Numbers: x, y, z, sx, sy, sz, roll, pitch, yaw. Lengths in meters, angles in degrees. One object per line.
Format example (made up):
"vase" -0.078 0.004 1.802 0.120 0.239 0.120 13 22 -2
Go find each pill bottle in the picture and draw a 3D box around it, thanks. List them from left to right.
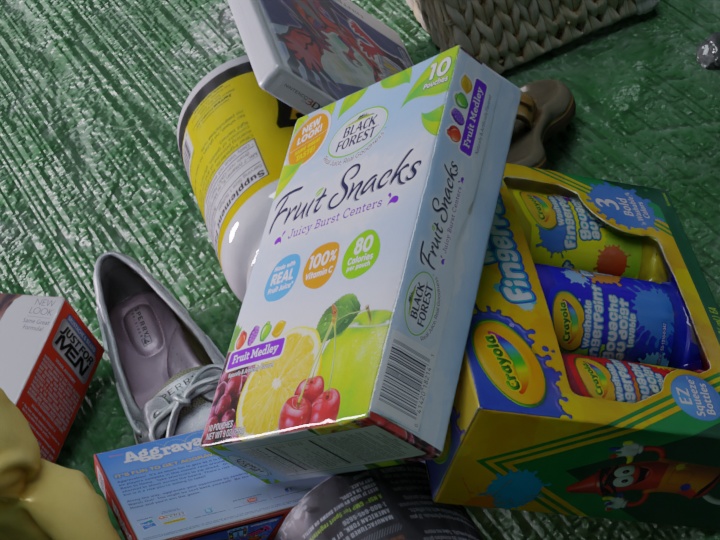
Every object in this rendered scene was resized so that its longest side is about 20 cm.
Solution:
"pill bottle" -0.043 -0.041 0.976 0.113 0.115 0.201 -24 44 -2
"pill bottle" 0.036 0.192 0.722 0.105 0.107 0.201 -26 43 -5

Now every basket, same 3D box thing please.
"basket" 0.090 -0.277 1.093 0.159 0.201 0.199 -26 43 -1

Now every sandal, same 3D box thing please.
"sandal" 0.085 -0.092 0.969 0.080 0.055 0.200 -11 20 27

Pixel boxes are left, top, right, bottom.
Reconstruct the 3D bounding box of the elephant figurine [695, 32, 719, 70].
"elephant figurine" 0.333 -0.118 0.903 0.200 0.141 0.156 40 98 27

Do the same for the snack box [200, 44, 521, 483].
"snack box" 0.000 0.000 0.777 0.142 0.053 0.202 -16 51 49

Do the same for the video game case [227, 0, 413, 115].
"video game case" -0.015 -0.144 1.029 0.023 0.181 0.201 -45 39 21

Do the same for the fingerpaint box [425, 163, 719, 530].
"fingerpaint box" 0.107 0.031 0.819 0.165 0.074 0.201 8 40 -17

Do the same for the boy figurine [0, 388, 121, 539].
"boy figurine" -0.167 0.137 0.791 0.123 0.201 0.065 17 54 30

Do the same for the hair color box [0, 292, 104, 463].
"hair color box" -0.249 0.111 0.935 0.110 0.064 0.202 3 54 25

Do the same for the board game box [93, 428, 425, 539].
"board game box" -0.036 0.107 0.831 0.198 0.020 0.103 -11 26 -19

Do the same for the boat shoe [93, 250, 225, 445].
"boat shoe" -0.117 0.065 0.938 0.074 0.065 0.202 -27 43 -6
